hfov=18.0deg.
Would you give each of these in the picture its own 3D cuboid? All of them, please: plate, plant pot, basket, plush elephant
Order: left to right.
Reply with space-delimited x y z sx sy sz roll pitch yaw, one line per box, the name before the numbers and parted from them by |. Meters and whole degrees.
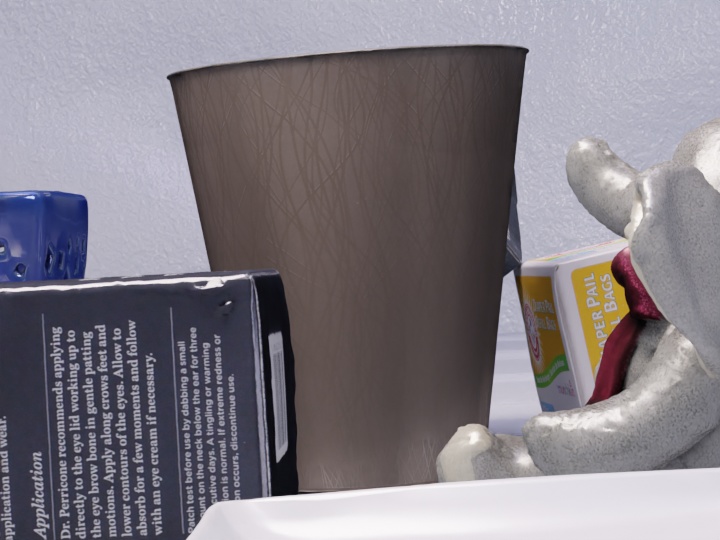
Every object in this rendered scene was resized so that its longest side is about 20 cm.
plant pot | -0.360 0.023 2.089 0.198 0.182 0.200 -3 0 6
basket | 0.000 0.000 1.092 0.179 0.202 0.136 -4 0 18
plate | 0.049 0.083 0.647 0.197 0.033 0.200 -4 0 0
plush elephant | 0.130 0.009 0.861 0.199 0.156 0.164 3 15 44

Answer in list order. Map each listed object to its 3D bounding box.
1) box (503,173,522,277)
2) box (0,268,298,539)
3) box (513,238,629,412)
box | 0.017 -0.003 1.300 0.157 0.051 0.200 -39 11 14
box | -0.129 0.056 0.886 0.198 0.105 0.148 -4 0 3
box | 0.191 0.024 1.182 0.198 0.102 0.112 -13 2 -8
